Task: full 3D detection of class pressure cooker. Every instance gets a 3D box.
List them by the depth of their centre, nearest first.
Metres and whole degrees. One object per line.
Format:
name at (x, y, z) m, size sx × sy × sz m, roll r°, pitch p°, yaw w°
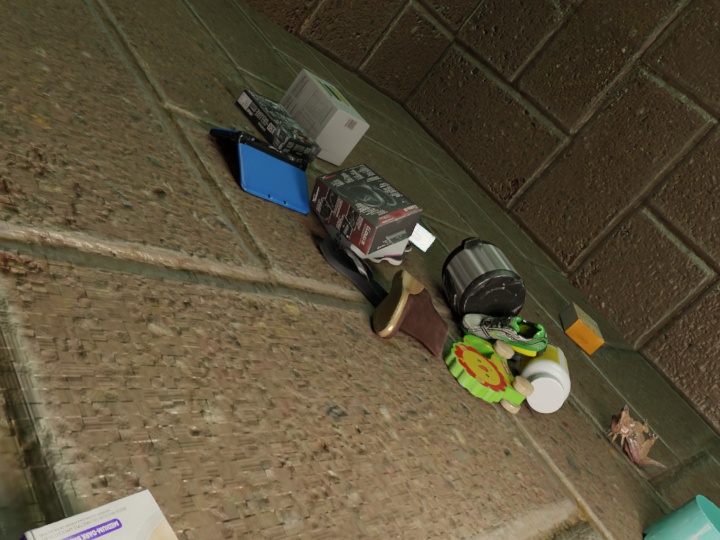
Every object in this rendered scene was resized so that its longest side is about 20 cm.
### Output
pressure cooker at (0.295, 0.027, 1.626) m, size 0.177 × 0.177 × 0.201 m, roll 23°, pitch 26°, yaw -28°

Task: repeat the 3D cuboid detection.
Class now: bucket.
bucket at (0.675, 0.555, 1.291) m, size 0.206 × 0.135 × 0.208 m, roll 36°, pitch 20°, yaw -15°

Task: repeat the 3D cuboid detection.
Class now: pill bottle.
pill bottle at (0.416, 0.244, 1.498) m, size 0.112 × 0.112 × 0.200 m, roll 42°, pitch 19°, yaw 2°

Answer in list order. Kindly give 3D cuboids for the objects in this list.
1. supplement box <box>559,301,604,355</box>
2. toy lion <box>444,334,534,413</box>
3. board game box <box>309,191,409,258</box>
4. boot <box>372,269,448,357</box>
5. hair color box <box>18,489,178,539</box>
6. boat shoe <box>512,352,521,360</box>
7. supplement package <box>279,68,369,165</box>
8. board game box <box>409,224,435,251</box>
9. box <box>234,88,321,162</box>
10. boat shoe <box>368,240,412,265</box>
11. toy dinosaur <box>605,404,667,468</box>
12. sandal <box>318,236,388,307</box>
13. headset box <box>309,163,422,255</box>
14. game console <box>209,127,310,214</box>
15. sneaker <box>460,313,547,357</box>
supplement box at (0.795, 0.205, 2.380) m, size 0.126 × 0.074 × 0.200 m, roll 42°, pitch 19°, yaw -2°
toy lion at (0.252, 0.200, 1.367) m, size 0.190 × 0.069 × 0.201 m, roll 26°, pitch 23°, yaw -21°
board game box at (-0.004, -0.115, 1.450) m, size 0.146 × 0.065 × 0.201 m, roll -4°, pitch 45°, yaw -31°
boot at (0.108, 0.106, 1.266) m, size 0.167 × 0.072 × 0.201 m, roll 51°, pitch 33°, yaw -17°
hair color box at (-0.147, 0.258, 0.443) m, size 0.200 × 0.065 × 0.109 m, roll 50°, pitch 20°, yaw 19°
boat shoe at (0.350, 0.169, 1.594) m, size 0.199 × 0.068 × 0.072 m, roll 19°, pitch 29°, yaw -43°
supplement package at (-0.111, -0.432, 1.873) m, size 0.151 × 0.151 × 0.201 m, roll 12°, pitch 34°, yaw -54°
board game box at (0.098, -0.120, 1.684) m, size 0.150 × 0.047 × 0.200 m, roll 38°, pitch 2°, yaw -10°
box at (-0.210, -0.374, 1.710) m, size 0.200 × 0.050 × 0.157 m, roll 49°, pitch 20°, yaw 19°
boat shoe at (0.055, -0.057, 1.523) m, size 0.199 × 0.060 × 0.074 m, roll 13°, pitch 36°, yaw -54°
toy dinosaur at (0.695, 0.437, 1.685) m, size 0.135 × 0.086 × 0.201 m, roll -19°, pitch 79°, yaw -57°
sandal at (0.000, 0.000, 1.320) m, size 0.200 × 0.043 × 0.076 m, roll 43°, pitch 19°, yaw 3°
headset box at (0.017, -0.124, 1.357) m, size 0.200 × 0.078 × 0.148 m, roll 42°, pitch 43°, yaw 24°
game console at (-0.213, -0.209, 1.397) m, size 0.170 × 0.120 × 0.199 m, roll 16°, pitch -2°, yaw 41°
sneaker at (0.324, 0.126, 1.492) m, size 0.198 × 0.086 × 0.078 m, roll 10°, pitch 50°, yaw 17°
